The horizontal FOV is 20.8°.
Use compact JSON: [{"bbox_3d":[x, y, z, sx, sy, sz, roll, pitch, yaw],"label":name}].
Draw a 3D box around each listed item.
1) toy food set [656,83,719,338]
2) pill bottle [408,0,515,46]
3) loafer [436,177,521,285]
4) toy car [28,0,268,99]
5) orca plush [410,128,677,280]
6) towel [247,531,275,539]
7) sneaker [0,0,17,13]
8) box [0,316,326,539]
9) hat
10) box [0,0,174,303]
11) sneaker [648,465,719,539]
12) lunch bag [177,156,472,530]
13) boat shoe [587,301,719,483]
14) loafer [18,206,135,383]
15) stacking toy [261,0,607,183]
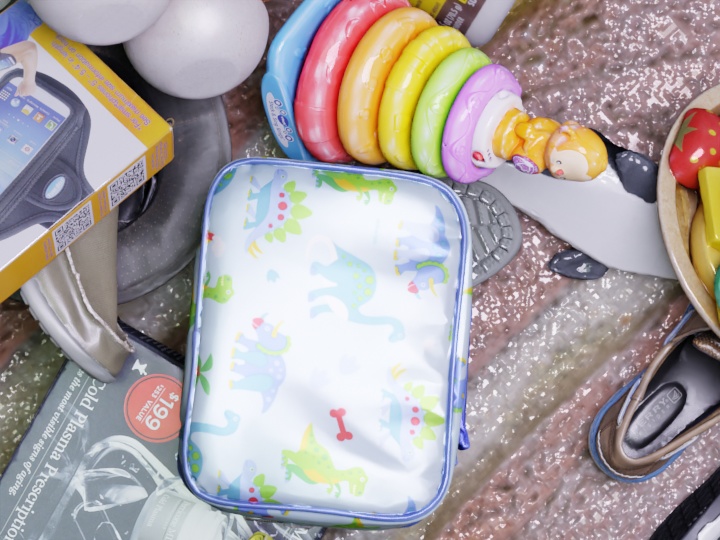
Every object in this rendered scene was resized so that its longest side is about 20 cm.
[{"bbox_3d":[0.264,-0.025,1.169,0.199,0.049,0.199,4,70,-27],"label":"toy food set"},{"bbox_3d":[0.017,-0.229,1.185,0.200,0.109,0.110,32,88,0],"label":"pill bottle"},{"bbox_3d":[0.000,0.000,1.190,0.199,0.070,0.076,-18,82,2],"label":"loafer"},{"bbox_3d":[-0.099,-0.206,1.075,0.150,0.200,0.176,-26,61,24],"label":"toy car"},{"bbox_3d":[0.130,-0.055,1.220,0.199,0.071,0.106,10,133,9],"label":"orca plush"},{"bbox_3d":[-0.028,0.224,1.142,0.018,0.200,0.086,27,79,42],"label":"towel"},{"bbox_3d":[-0.211,-0.227,1.140,0.080,0.115,0.200,5,59,10],"label":"sneaker"},{"bbox_3d":[-0.125,0.154,1.171,0.182,0.104,0.201,29,88,-2],"label":"box"},{"bbox_3d":[-0.165,-0.071,1.186,0.200,0.081,0.202,-1,82,4],"label":"hat"},{"bbox_3d":[-0.211,-0.046,1.050,0.119,0.042,0.200,42,68,14],"label":"box"},{"bbox_3d":[0.248,0.155,1.198,0.083,0.072,0.200,44,87,-1],"label":"sneaker"},{"bbox_3d":[-0.017,0.043,1.094,0.160,0.082,0.201,5,81,-4],"label":"lunch bag"},{"bbox_3d":[0.222,0.052,1.199,0.072,0.072,0.200,40,86,1],"label":"boat shoe"},{"bbox_3d":[-0.167,-0.034,1.101,0.069,0.075,0.201,-24,79,0],"label":"loafer"},{"bbox_3d":[0.052,-0.090,1.116,0.199,0.116,0.110,25,62,27],"label":"stacking toy"}]
